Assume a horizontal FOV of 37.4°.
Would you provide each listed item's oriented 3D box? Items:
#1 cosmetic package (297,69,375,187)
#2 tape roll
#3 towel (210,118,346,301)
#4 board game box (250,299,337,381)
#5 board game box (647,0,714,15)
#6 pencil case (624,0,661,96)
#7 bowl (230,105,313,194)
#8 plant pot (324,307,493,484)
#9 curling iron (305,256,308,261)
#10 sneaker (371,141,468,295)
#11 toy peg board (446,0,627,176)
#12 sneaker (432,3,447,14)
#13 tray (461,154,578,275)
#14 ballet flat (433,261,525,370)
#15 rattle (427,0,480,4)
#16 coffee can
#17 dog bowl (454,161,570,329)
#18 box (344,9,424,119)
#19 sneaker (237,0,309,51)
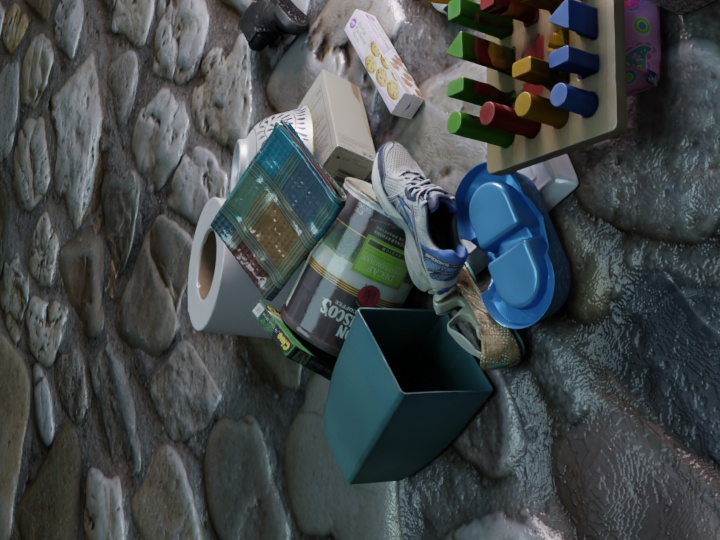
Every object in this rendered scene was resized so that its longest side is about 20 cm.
[{"bbox_3d":[-0.041,-0.187,1.534,0.105,0.070,0.201,-51,30,32],"label":"cosmetic package"},{"bbox_3d":[-0.172,-0.002,1.625,0.202,0.137,0.206,-173,90,-68],"label":"tape roll"},{"bbox_3d":[-0.111,-0.075,1.395,0.147,0.022,0.200,51,125,17],"label":"towel"},{"bbox_3d":[-0.058,0.112,1.435,0.023,0.199,0.105,-47,47,7],"label":"board game box"},{"bbox_3d":[0.309,-0.388,1.080,0.096,0.158,0.203,-17,69,51],"label":"board game box"},{"bbox_3d":[0.281,-0.291,1.158,0.087,0.087,0.203,-11,73,51],"label":"pencil case"},{"bbox_3d":[-0.130,-0.134,1.487,0.201,0.093,0.204,-174,90,-76],"label":"bowl"},{"bbox_3d":[0.040,0.169,1.348,0.201,0.140,0.142,-61,41,33],"label":"plant pot"},{"bbox_3d":[-0.040,0.030,1.501,0.049,0.026,0.202,-17,105,13],"label":"curling iron"},{"bbox_3d":[0.080,-0.078,1.283,0.085,0.076,0.202,-50,58,53],"label":"sneaker"},{"bbox_3d":[0.177,-0.227,1.142,0.198,0.097,0.203,-15,71,55],"label":"toy peg board"},{"bbox_3d":[0.090,-0.439,1.443,0.075,0.086,0.203,-33,59,43],"label":"sneaker"},{"bbox_3d":[0.178,-0.091,1.308,0.200,0.022,0.108,-45,51,39],"label":"tray"},{"bbox_3d":[0.127,0.044,1.302,0.071,0.065,0.201,78,165,-45],"label":"ballet flat"},{"bbox_3d":[0.172,-0.411,1.290,0.131,0.141,0.201,-95,29,-47],"label":"rattle"},{"bbox_3d":[0.000,0.000,1.405,0.146,0.145,0.202,40,108,48],"label":"coffee can"},{"bbox_3d":[0.180,-0.030,1.248,0.111,0.049,0.202,-37,64,42],"label":"dog bowl"},{"bbox_3d":[0.032,-0.298,1.528,0.042,0.038,0.201,-51,46,32],"label":"box"},{"bbox_3d":[-0.150,-0.407,1.780,0.105,0.059,0.200,-61,36,23],"label":"sneaker"}]
